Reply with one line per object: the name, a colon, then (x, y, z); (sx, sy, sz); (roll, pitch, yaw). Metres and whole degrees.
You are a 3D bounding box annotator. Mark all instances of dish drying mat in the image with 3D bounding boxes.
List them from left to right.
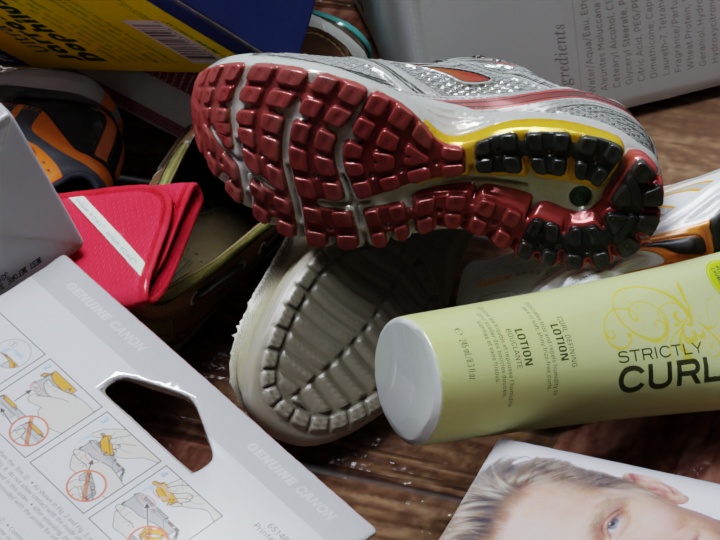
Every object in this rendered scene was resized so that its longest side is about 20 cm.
dish drying mat: (-0.168, -0.004, 1.126); (0.200, 0.018, 0.077); (-5, 44, 23)

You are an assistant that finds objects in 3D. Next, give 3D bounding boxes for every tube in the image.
tube: (0.103, 0.030, 1.050); (0.200, 0.058, 0.052); (-7, 23, -29)

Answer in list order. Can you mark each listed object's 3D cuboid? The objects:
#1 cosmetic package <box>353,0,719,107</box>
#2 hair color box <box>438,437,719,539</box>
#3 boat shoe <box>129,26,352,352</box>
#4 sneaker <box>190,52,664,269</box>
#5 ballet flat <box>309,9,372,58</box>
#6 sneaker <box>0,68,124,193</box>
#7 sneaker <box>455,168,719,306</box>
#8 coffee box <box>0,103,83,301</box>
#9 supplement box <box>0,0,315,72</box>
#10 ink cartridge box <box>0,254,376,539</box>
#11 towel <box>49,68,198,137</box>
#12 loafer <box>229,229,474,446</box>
cosmetic package: (0.097, -0.185, 1.284); (0.200, 0.165, 0.165); (-14, 37, -7)
hair color box: (0.125, 0.132, 0.955); (0.200, 0.061, 0.100); (10, 40, 23)
boat shoe: (-0.051, -0.042, 1.178); (0.072, 0.068, 0.200); (32, 58, -3)
sneaker: (0.027, -0.052, 1.098); (0.200, 0.078, 0.082); (12, 28, 1)
ballet flat: (-0.086, -0.116, 1.322); (0.200, 0.069, 0.069); (21, 46, 32)
sneaker: (-0.213, -0.043, 1.232); (0.200, 0.078, 0.112); (-6, 36, 4)
sneaker: (0.128, -0.017, 1.140); (0.200, 0.076, 0.092); (-25, 36, -23)
coffee box: (-0.219, -0.049, 1.126); (0.114, 0.080, 0.200); (-36, 40, -11)
supplement box: (-0.121, -0.160, 1.202); (0.200, 0.109, 0.109); (5, 74, 41)
ink cartridge box: (-0.123, 0.100, 1.002); (0.176, 0.045, 0.200); (-31, 53, -28)
towel: (-0.085, -0.174, 1.276); (0.144, 0.200, 0.023); (29, 14, 37)
loafer: (0.000, 0.000, 1.145); (0.068, 0.076, 0.200); (-23, 27, 51)
